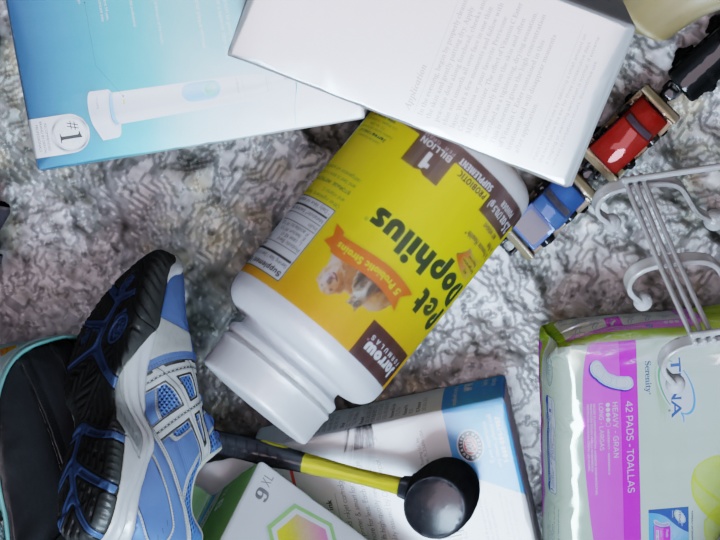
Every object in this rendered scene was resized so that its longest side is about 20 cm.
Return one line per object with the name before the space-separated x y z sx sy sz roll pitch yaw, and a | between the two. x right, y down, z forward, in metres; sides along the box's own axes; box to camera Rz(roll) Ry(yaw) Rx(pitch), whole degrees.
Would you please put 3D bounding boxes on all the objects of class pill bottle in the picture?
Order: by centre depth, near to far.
pill bottle | 0.000 0.000 1.591 0.109 0.109 0.200 39 83 -4

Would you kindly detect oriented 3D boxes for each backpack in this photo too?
backpack | -0.198 0.140 1.628 0.153 0.175 0.202 -3 90 36

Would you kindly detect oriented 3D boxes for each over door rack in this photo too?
over door rack | 0.249 -0.009 1.575 0.199 0.148 0.067 -16 137 -2

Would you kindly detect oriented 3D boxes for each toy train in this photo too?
toy train | 0.158 -0.078 1.621 0.200 0.046 0.034 -44 96 11

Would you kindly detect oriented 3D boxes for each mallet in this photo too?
mallet | -0.024 0.114 1.615 0.199 0.066 0.041 14 99 17

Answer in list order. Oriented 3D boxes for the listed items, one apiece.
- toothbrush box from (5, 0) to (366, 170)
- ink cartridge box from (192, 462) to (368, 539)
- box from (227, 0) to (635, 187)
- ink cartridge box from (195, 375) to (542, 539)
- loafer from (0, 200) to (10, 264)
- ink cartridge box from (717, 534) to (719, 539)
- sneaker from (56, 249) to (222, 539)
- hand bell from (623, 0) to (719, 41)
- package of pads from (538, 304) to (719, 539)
toothbrush box | -0.101 -0.150 1.605 0.199 0.085 0.147 -10 100 6
ink cartridge box | -0.054 0.184 1.575 0.200 0.104 0.059 38 139 -12
box | 0.038 -0.136 1.497 0.199 0.124 0.098 21 104 -4
ink cartridge box | 0.004 0.144 1.667 0.199 0.068 0.117 -12 99 6
loafer | -0.239 -0.049 1.647 0.063 0.072 0.201 -6 98 1
ink cartridge box | 0.273 0.183 1.558 0.145 0.083 0.201 28 111 5
sneaker | -0.122 0.080 1.558 0.077 0.201 0.076 26 142 -28
hand bell | 0.138 -0.133 1.605 0.104 0.104 0.200 45 114 -5
package of pads | 0.206 0.097 1.630 0.199 0.068 0.156 -4 102 -7
